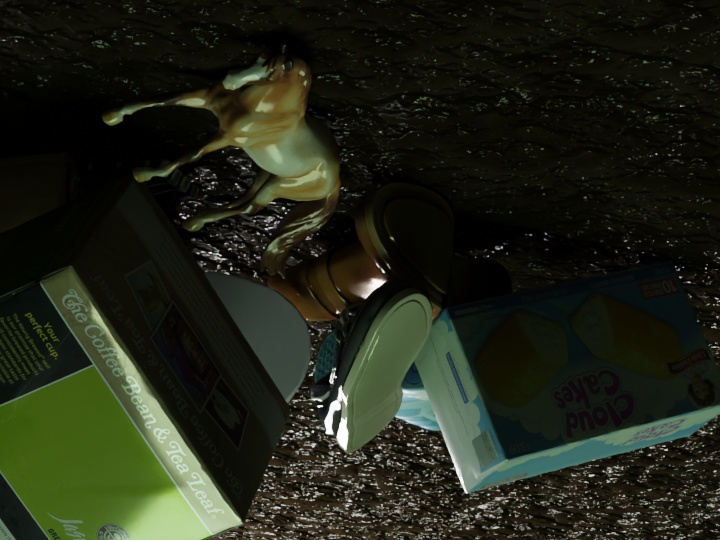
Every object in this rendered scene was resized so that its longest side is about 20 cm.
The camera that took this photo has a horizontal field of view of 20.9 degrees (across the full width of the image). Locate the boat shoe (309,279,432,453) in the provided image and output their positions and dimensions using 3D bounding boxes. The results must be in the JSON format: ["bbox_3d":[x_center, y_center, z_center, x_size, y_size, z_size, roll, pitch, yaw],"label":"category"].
[{"bbox_3d":[-0.003,0.057,1.332,0.073,0.063,0.200,-34,160,-24],"label":"boat shoe"}]

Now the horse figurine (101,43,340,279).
[{"bbox_3d":[-0.064,-0.071,1.196,0.132,0.050,0.200,-20,145,14],"label":"horse figurine"}]

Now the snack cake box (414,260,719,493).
[{"bbox_3d":[0.147,0.073,1.361,0.199,0.115,0.067,-11,159,-30],"label":"snack cake box"}]

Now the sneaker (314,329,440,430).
[{"bbox_3d":[0.068,0.079,1.563,0.130,0.080,0.200,20,165,-32],"label":"sneaker"}]

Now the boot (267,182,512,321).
[{"bbox_3d":[0.000,0.000,1.368,0.154,0.074,0.200,-2,157,28],"label":"boot"}]

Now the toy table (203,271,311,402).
[{"bbox_3d":[-0.134,0.075,1.414,0.199,0.185,0.117,-1,168,-1],"label":"toy table"}]

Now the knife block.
[{"bbox_3d":[-0.215,-0.041,1.307,0.199,0.064,0.176,12,158,-20],"label":"knife block"}]

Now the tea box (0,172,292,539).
[{"bbox_3d":[-0.184,0.079,1.242,0.196,0.134,0.200,-22,112,24],"label":"tea box"}]
